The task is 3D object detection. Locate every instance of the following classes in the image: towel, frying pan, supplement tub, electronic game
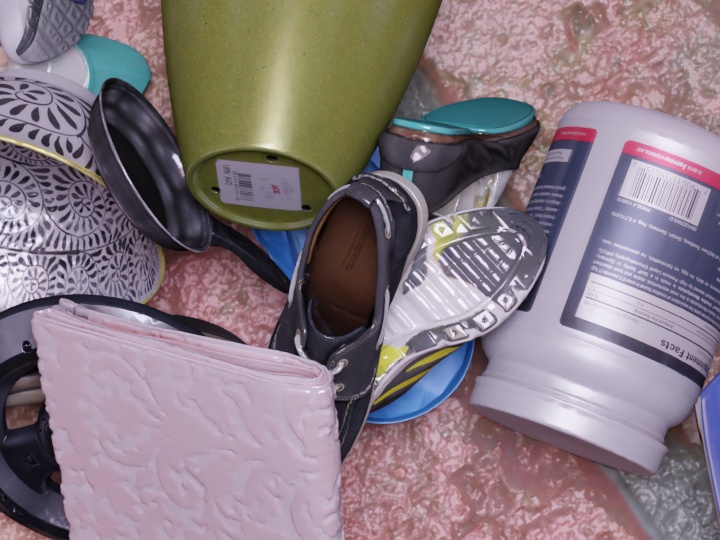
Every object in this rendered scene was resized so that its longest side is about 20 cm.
[{"bbox_3d":[-0.093,0.116,1.545,0.190,0.201,0.032,15,41,24],"label":"towel"},{"bbox_3d":[-0.109,-0.050,1.595,0.031,0.190,0.115,-28,67,15],"label":"frying pan"},{"bbox_3d":[0.157,0.010,1.632,0.140,0.140,0.201,21,83,4],"label":"supplement tub"},{"bbox_3d":[-0.156,0.095,1.621,0.199,0.201,0.042,8,38,2],"label":"electronic game"}]

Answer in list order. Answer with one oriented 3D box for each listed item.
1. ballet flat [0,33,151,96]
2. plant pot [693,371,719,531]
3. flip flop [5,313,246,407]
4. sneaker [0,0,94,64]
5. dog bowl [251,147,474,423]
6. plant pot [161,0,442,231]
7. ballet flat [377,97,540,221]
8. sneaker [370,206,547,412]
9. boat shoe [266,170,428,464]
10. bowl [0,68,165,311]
[{"bbox_3d":[-0.234,-0.124,1.692,0.199,0.070,0.068,3,84,1],"label":"ballet flat"},{"bbox_3d":[0.299,0.130,1.591,0.179,0.200,0.201,-12,83,6],"label":"plant pot"},{"bbox_3d":[-0.162,0.072,1.669,0.199,0.081,0.058,-9,112,-2],"label":"flip flop"},{"bbox_3d":[-0.220,-0.205,1.689,0.087,0.075,0.201,-16,51,12],"label":"sneaker"},{"bbox_3d":[0.000,0.000,1.682,0.111,0.050,0.201,-20,83,-2],"label":"dog bowl"},{"bbox_3d":[-0.044,-0.132,1.602,0.186,0.187,0.201,8,61,2],"label":"plant pot"},{"bbox_3d":[0.054,-0.065,1.631,0.068,0.200,0.069,12,102,22],"label":"ballet flat"},{"bbox_3d":[0.026,0.028,1.602,0.200,0.085,0.075,-36,86,8],"label":"sneaker"},{"bbox_3d":[-0.022,0.040,1.533,0.072,0.068,0.201,22,104,11],"label":"boat shoe"},{"bbox_3d":[-0.206,-0.061,1.643,0.200,0.201,0.095,12,58,3],"label":"bowl"}]
